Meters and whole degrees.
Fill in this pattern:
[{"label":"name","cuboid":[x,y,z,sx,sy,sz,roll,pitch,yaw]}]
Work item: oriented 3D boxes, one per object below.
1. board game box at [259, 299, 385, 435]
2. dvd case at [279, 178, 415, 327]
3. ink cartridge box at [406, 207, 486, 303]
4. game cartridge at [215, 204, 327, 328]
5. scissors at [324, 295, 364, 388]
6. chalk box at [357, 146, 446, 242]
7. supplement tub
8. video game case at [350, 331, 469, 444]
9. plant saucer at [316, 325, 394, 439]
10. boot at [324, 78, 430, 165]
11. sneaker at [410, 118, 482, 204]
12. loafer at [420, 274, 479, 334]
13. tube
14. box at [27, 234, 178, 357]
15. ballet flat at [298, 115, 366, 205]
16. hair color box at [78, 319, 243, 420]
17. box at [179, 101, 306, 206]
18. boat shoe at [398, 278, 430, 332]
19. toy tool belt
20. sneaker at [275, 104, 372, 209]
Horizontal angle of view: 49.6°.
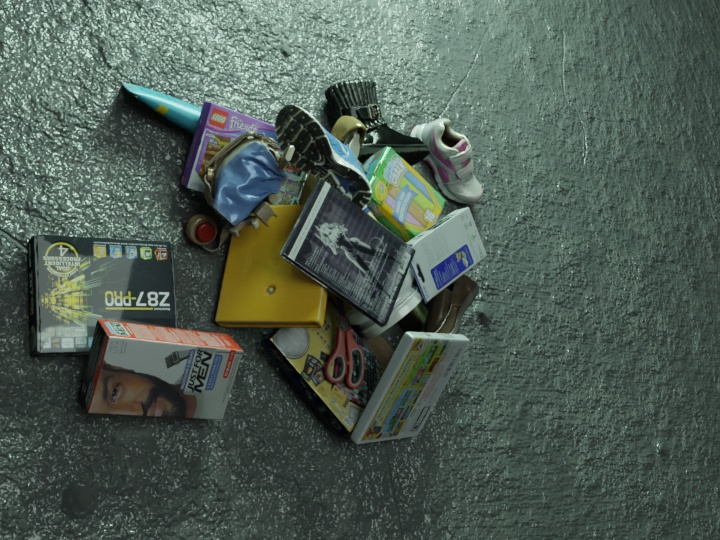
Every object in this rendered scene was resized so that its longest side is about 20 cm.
[{"label":"board game box","cuboid":[-0.052,0.145,1.262,0.201,0.034,0.136,51,51,-11]},{"label":"dvd case","cuboid":[-0.014,-0.027,1.200,0.199,0.016,0.150,36,58,-19]},{"label":"ink cartridge box","cuboid":[0.140,-0.027,1.354,0.199,0.039,0.100,-32,105,-42]},{"label":"game cartridge","cuboid":[-0.128,-0.008,1.219,0.032,0.174,0.202,57,37,-59]},{"label":"scissors","cuboid":[-0.023,0.087,1.249,0.072,0.014,0.203,5,83,-30]},{"label":"chalk box","cuboid":[0.033,-0.127,1.404,0.199,0.124,0.125,39,54,-19]},{"label":"supplement tub","cuboid":[0.000,0.000,1.311,0.144,0.144,0.201,-39,94,-39]},{"label":"video game case","cuboid":[0.084,0.192,1.283,0.181,0.023,0.202,9,113,-53]},{"label":"plant saucer","cuboid":[-0.001,0.186,1.329,0.198,0.029,0.203,14,65,-33]},{"label":"boot","cuboid":[0.036,-0.281,1.491,0.210,0.079,0.160,-3,72,-43]},{"label":"sneaker","cuboid":[0.189,-0.222,1.581,0.200,0.088,0.082,49,52,-13]},{"label":"loafer","cuboid":[0.141,0.071,1.385,0.071,0.073,0.200,48,46,-13]},{"label":"tube","cuboid":[-0.281,-0.249,1.247,0.199,0.077,0.051,24,94,-31]},{"label":"box","cuboid":[-0.358,0.036,1.092,0.198,0.049,0.163,3,76,-36]},{"label":"ballet flat","cuboid":[-0.047,-0.166,1.324,0.068,0.063,0.202,18,96,-43]},{"label":"hair color box","cuboid":[-0.273,0.140,1.076,0.198,0.064,0.112,11,103,-36]},{"label":"box","cuboid":[-0.180,-0.176,1.270,0.198,0.039,0.138,15,95,-35]},{"label":"boat shoe","cuboid":[0.080,0.038,1.421,0.066,0.071,0.202,-43,107,-44]},{"label":"toy tool belt","cuboid":[-0.183,-0.115,1.186,0.125,0.123,0.201,42,80,-33]},{"label":"sneaker","cuboid":[-0.059,-0.182,1.254,0.200,0.078,0.089,48,14,-11]}]
